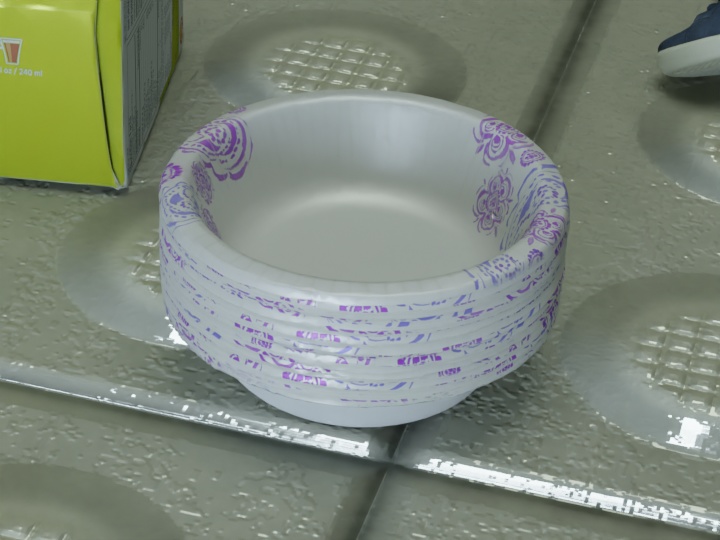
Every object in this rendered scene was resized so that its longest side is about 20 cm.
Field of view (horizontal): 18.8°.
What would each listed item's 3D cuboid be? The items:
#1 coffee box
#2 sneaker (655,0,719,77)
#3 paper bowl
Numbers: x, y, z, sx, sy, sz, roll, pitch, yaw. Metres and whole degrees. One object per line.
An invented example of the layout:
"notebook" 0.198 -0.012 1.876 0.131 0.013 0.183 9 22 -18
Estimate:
"coffee box" -0.214 -0.186 1.252 0.198 0.201 0.198 5 33 4
"sneaker" 0.266 -0.187 1.335 0.199 0.085 0.075 -24 -10 22
"paper bowl" 0.000 0.000 1.071 0.199 0.105 0.201 3 33 -2
